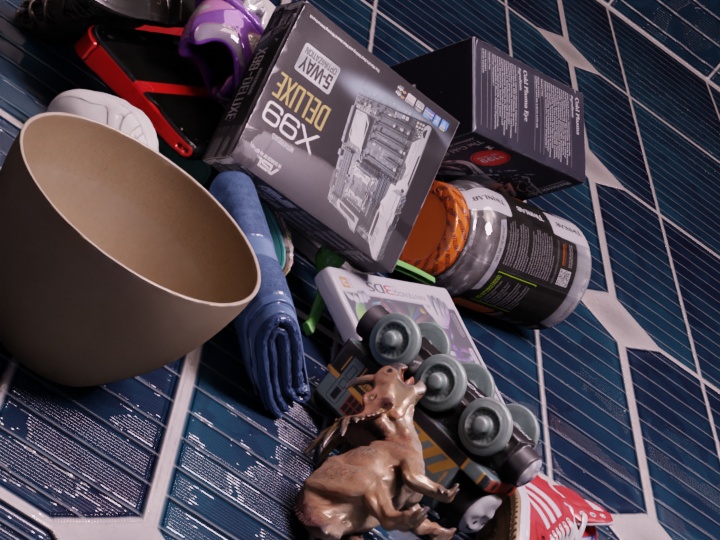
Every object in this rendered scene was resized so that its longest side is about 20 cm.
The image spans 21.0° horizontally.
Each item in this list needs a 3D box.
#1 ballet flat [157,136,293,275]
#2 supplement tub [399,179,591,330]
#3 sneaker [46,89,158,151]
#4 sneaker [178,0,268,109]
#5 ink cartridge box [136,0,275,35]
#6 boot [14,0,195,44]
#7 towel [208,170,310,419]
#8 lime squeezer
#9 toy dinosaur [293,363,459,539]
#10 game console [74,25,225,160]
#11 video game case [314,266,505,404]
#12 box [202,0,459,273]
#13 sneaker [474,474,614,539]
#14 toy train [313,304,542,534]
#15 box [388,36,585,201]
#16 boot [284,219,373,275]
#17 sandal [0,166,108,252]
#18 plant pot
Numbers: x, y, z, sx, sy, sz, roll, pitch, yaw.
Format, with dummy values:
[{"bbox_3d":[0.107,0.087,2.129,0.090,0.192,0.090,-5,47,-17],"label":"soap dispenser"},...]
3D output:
[{"bbox_3d":[-0.127,-0.069,1.724,0.200,0.076,0.064,46,10,9],"label":"ballet flat"},{"bbox_3d":[0.129,-0.019,1.970,0.200,0.123,0.123,20,28,-42],"label":"supplement tub"},{"bbox_3d":[-0.209,-0.080,1.607,0.200,0.078,0.099,48,26,25],"label":"sneaker"},{"bbox_3d":[-0.089,-0.164,1.730,0.200,0.080,0.089,47,48,-15],"label":"sneaker"},{"bbox_3d":[-0.126,-0.214,1.917,0.200,0.116,0.067,44,21,-12],"label":"ink cartridge box"},{"bbox_3d":[-0.251,-0.243,1.778,0.200,0.174,0.070,15,73,-52],"label":"boot"},{"bbox_3d":[-0.087,0.015,1.578,0.048,0.112,0.200,-12,41,-7],"label":"towel"},{"bbox_3d":[0.000,0.000,1.772,0.071,0.038,0.200,51,35,14],"label":"lime squeezer"},{"bbox_3d":[-0.003,0.159,1.460,0.135,0.086,0.200,36,35,20],"label":"toy dinosaur"},{"bbox_3d":[-0.148,-0.153,1.748,0.177,0.031,0.200,48,25,23],"label":"game console"},{"bbox_3d":[0.059,0.091,1.720,0.182,0.023,0.200,10,47,-51],"label":"video game case"},{"bbox_3d":[-0.023,-0.114,1.695,0.200,0.158,0.050,36,-20,-32],"label":"box"},{"bbox_3d":[0.151,0.223,1.588,0.112,0.071,0.200,32,20,-10],"label":"sneaker"},{"bbox_3d":[0.054,0.119,1.562,0.200,0.114,0.085,43,12,25],"label":"toy train"},{"bbox_3d":[0.097,-0.137,1.978,0.182,0.200,0.104,19,65,-44],"label":"box"},{"bbox_3d":[-0.049,-0.078,1.833,0.200,0.096,0.074,38,21,-2],"label":"boot"},{"bbox_3d":[-0.227,-0.023,1.486,0.202,0.082,0.050,29,66,-27],"label":"sandal"},{"bbox_3d":[-0.190,0.004,1.380,0.200,0.135,0.200,33,21,-15],"label":"plant pot"}]
